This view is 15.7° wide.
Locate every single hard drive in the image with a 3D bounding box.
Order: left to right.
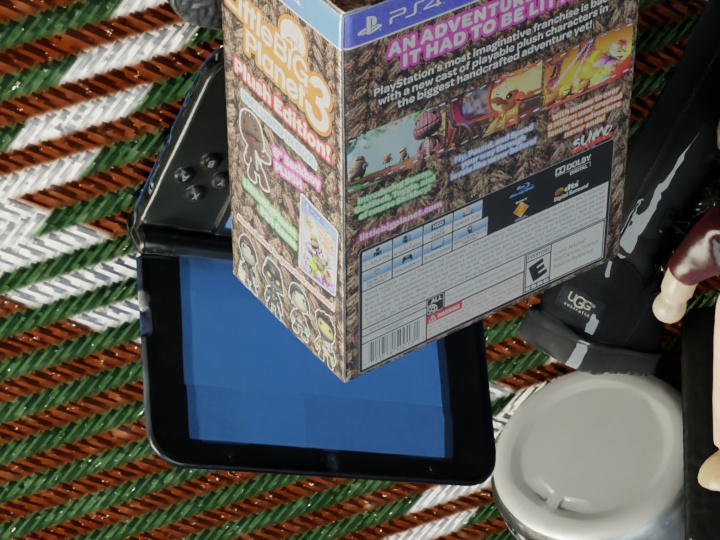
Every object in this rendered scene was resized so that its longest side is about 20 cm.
[{"bbox_3d":[0.214,0.111,1.430,0.033,0.140,0.200,-5,163,21],"label":"hard drive"}]

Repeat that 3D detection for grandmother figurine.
[{"bbox_3d":[0.202,0.008,1.261,0.121,0.061,0.200,-5,112,4],"label":"grandmother figurine"}]

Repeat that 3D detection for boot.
[{"bbox_3d":[0.163,-0.046,1.338,0.200,0.066,0.165,-63,170,9],"label":"boot"}]

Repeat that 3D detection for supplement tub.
[{"bbox_3d":[0.157,0.155,1.490,0.122,0.123,0.200,-28,138,0],"label":"supplement tub"}]

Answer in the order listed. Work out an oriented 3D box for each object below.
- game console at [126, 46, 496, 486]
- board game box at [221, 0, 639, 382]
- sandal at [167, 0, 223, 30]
[{"bbox_3d":[0.000,0.000,1.263,0.200,0.118,0.171,6,128,-32],"label":"game console"},{"bbox_3d":[0.030,-0.078,1.154,0.159,0.097,0.200,-24,135,-27],"label":"board game box"},{"bbox_3d":[-0.012,-0.184,1.142,0.200,0.045,0.075,-48,141,0],"label":"sandal"}]
